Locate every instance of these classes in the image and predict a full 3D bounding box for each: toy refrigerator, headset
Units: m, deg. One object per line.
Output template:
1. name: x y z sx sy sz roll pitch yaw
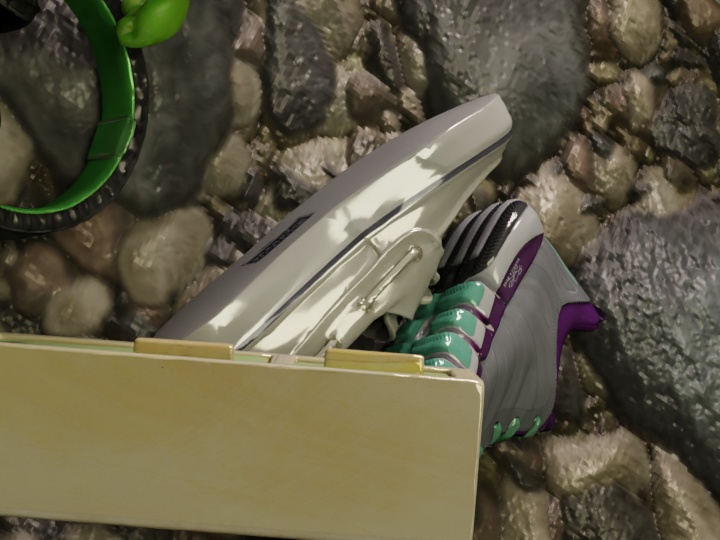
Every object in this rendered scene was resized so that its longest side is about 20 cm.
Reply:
1. toy refrigerator: -0.056 0.061 0.857 0.198 0.076 0.071 5 91 0
2. headset: -0.160 -0.093 0.873 0.199 0.094 0.124 29 66 -34

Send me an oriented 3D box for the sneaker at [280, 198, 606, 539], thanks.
1. sneaker: 0.046 0.065 0.971 0.088 0.074 0.201 44 62 -20

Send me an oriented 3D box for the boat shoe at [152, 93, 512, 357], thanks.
1. boat shoe: 0.000 0.000 0.959 0.200 0.072 0.066 -41 105 -28

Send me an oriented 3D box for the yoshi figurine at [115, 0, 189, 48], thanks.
1. yoshi figurine: -0.079 -0.159 0.917 0.199 0.113 0.112 -7 51 -49
